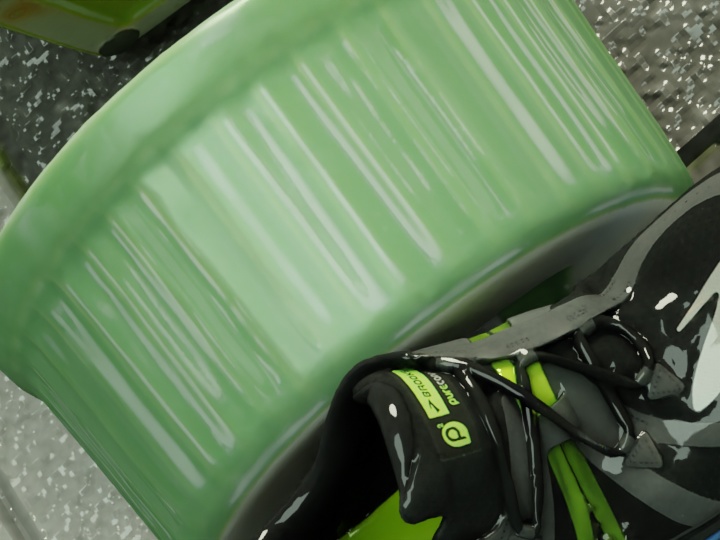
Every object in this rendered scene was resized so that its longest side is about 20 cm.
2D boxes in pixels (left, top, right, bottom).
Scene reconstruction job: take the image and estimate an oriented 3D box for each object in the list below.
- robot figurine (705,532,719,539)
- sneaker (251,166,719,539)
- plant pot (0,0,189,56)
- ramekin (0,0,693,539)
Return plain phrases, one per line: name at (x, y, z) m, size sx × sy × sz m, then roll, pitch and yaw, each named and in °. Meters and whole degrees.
robot figurine at (0.093, 0.105, 0.782) m, size 0.199 × 0.151 × 0.125 m, roll -9°, pitch 46°, yaw 26°
sneaker at (0.042, 0.045, 0.715) m, size 0.199 × 0.083 × 0.071 m, roll -40°, pitch 54°, yaw 7°
plant pot at (-0.095, -0.187, 0.902) m, size 0.198 × 0.200 × 0.182 m, roll -34°, pitch 73°, yaw 17°
ramekin at (0.000, 0.000, 0.816) m, size 0.200 × 0.200 × 0.098 m, roll -42°, pitch 72°, yaw 14°
